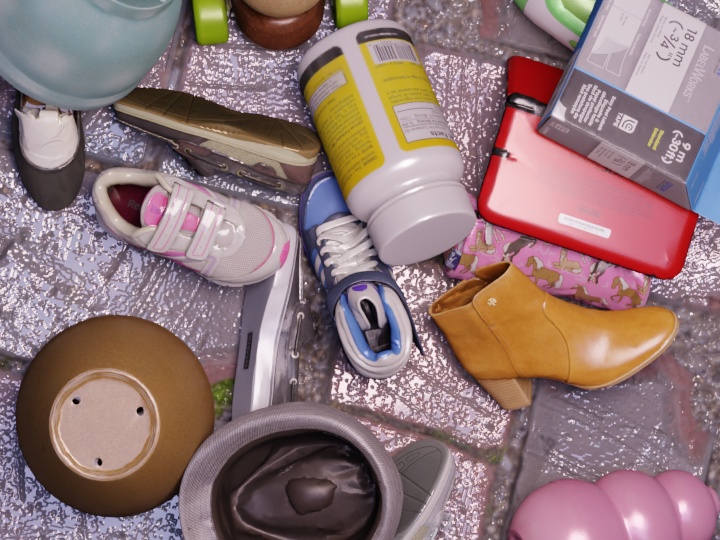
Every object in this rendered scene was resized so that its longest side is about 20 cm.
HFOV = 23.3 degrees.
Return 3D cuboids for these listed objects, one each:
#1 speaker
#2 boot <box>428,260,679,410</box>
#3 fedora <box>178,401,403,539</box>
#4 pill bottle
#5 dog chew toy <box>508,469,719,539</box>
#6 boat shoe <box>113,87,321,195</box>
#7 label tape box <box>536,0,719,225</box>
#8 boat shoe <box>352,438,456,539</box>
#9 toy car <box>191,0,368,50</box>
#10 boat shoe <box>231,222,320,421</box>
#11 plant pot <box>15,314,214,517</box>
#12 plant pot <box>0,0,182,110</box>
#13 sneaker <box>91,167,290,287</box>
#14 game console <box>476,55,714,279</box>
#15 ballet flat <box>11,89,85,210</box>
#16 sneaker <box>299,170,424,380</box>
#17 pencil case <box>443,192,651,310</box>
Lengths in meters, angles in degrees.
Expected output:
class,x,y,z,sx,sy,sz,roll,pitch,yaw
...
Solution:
class,x,y,z,sx,sy,sz,roll,pitch,yaw
speaker,0.244,-0.226,1.638,0.199,0.088,0.089,36,85,5
boot,0.174,0.044,1.587,0.200,0.071,0.144,-23,123,19
fedora,-0.060,0.208,1.578,0.198,0.090,0.178,-20,88,2
pill bottle,0.025,-0.115,1.579,0.113,0.114,0.201,-19,70,-6
dog chew toy,0.240,0.242,1.611,0.198,0.124,0.126,-15,89,-14
boat shoe,-0.137,-0.116,1.613,0.199,0.072,0.067,15,116,6
label tape box,0.277,-0.147,1.545,0.199,0.063,0.145,26,77,-2
boat shoe,0.034,0.253,1.618,0.065,0.074,0.203,33,79,-46
toy car,-0.074,-0.289,1.561,0.163,0.200,0.160,-8,88,-6
boat shoe,-0.070,0.059,1.617,0.066,0.070,0.202,11,81,-25
plant pot,-0.217,0.132,1.530,0.184,0.200,0.188,0,88,-6
plant pot,-0.235,-0.258,1.533,0.199,0.134,0.202,14,66,-34
sneaker,-0.162,-0.041,1.576,0.198,0.088,0.082,15,86,13
game console,0.215,-0.098,1.624,0.198,0.119,0.174,18,87,-4
ballet flat,-0.289,-0.157,1.601,0.067,0.068,0.202,-3,88,-5
sneaker,0.000,0.000,1.582,0.080,0.146,0.202,-15,89,-6
pencil case,0.176,-0.015,1.628,0.198,0.087,0.084,12,106,-7
